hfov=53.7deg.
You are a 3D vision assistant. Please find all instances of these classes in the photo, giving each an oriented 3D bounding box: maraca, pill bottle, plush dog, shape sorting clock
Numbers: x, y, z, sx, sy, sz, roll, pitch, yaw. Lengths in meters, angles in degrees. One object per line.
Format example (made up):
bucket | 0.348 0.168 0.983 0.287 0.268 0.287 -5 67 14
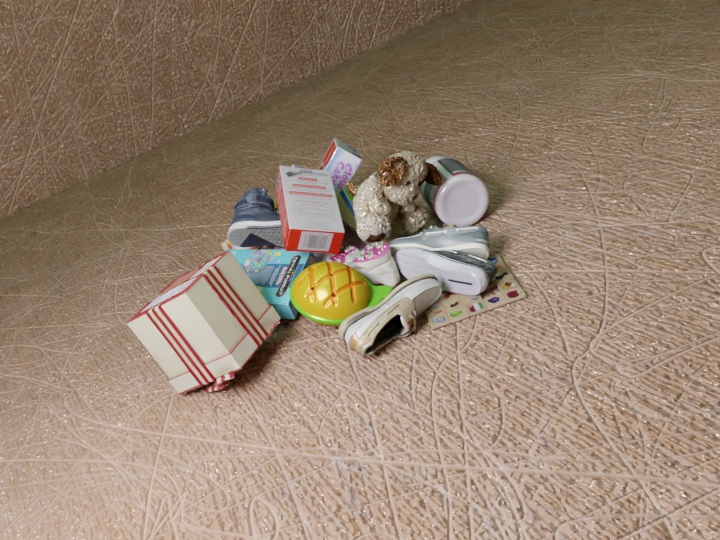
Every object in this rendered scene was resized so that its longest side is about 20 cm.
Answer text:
maraca | -0.031 0.048 1.287 0.199 0.107 0.137 17 52 16
pill bottle | 0.192 -0.177 1.534 0.116 0.116 0.200 -21 26 -1
plush dog | 0.065 -0.163 1.393 0.200 0.161 0.172 -12 -30 -52
shape sorting clock | 0.036 -0.120 1.526 0.199 0.039 0.200 16 40 -13

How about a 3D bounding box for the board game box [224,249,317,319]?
board game box | -0.203 0.025 1.425 0.199 0.047 0.151 1 46 21

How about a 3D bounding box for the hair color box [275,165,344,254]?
hair color box | -0.104 -0.123 1.424 0.111 0.064 0.200 3 44 -17

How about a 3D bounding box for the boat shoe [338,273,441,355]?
boat shoe | 0.064 0.079 1.199 0.200 0.075 0.068 -32 47 -17

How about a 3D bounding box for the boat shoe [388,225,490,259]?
boat shoe | 0.146 -0.051 1.344 0.199 0.073 0.062 -1 59 22

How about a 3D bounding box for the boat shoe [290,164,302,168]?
boat shoe | -0.101 -0.156 1.574 0.200 0.068 0.072 41 18 26

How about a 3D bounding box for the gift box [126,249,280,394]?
gift box | -0.259 0.099 1.248 0.200 0.187 0.185 -21 19 35

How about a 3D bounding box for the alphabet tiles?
alphabet tiles | 0.186 0.028 1.271 0.167 0.008 0.200 -20 26 3

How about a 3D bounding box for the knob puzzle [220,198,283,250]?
knob puzzle | -0.203 -0.071 1.550 0.219 0.030 0.220 -16 46 17

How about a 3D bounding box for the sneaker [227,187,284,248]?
sneaker | -0.171 -0.112 1.504 0.202 0.077 0.146 5 40 -5

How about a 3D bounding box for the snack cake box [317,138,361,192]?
snack cake box | -0.077 -0.202 1.684 0.200 0.067 0.115 -60 14 16

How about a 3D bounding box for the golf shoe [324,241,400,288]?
golf shoe | 0.000 0.000 1.380 0.075 0.092 0.200 -45 23 -26

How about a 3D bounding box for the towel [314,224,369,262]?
towel | -0.063 -0.074 1.543 0.191 0.032 0.200 -22 42 -7

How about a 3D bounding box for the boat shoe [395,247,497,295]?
boat shoe | 0.155 -0.003 1.283 0.200 0.072 0.071 19 37 39

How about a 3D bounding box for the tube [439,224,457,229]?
tube | 0.103 -0.041 1.421 0.199 0.058 0.052 -15 60 22

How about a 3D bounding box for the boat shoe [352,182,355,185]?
boat shoe | -0.005 -0.155 1.684 0.086 0.075 0.202 -14 30 15
